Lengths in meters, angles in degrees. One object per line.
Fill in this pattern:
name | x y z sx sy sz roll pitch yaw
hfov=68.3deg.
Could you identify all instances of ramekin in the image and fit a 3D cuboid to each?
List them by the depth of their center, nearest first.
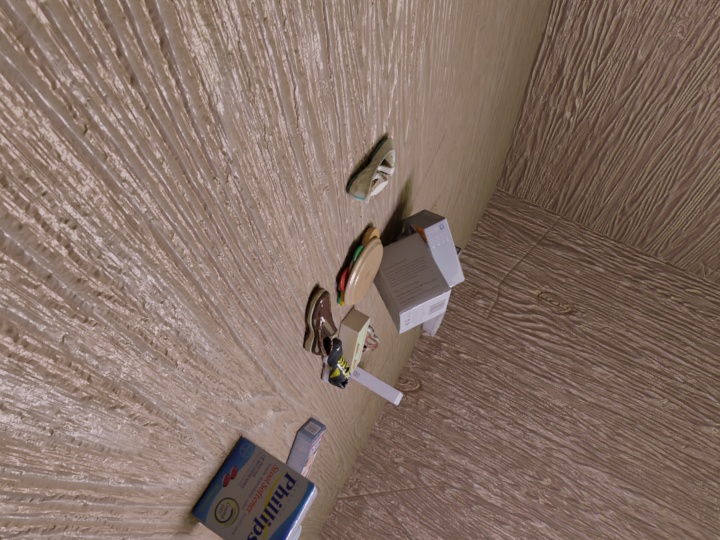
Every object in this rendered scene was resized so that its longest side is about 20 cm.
ramekin | 0.468 0.313 3.409 0.204 0.093 0.204 -58 164 -27

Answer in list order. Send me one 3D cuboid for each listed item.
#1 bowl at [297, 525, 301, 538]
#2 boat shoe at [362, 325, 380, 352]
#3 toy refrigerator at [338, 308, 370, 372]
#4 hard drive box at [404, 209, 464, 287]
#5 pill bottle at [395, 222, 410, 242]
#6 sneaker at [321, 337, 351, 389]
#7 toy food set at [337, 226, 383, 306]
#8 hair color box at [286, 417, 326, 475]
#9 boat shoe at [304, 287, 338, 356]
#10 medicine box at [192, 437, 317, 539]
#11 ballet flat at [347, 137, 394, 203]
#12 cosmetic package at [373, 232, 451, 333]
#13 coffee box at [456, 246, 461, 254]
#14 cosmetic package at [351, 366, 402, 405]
bowl | -0.284 0.884 1.699 0.202 0.106 0.202 -56 163 -27
boat shoe | 0.011 0.230 1.765 0.075 0.075 0.201 -54 155 -14
toy refrigerator | -0.026 0.221 1.609 0.076 0.069 0.203 -49 159 -46
hard drive box | 0.221 -0.064 1.583 0.075 0.156 0.204 -25 111 -8
pill bottle | 0.156 -0.050 1.719 0.115 0.114 0.204 -29 142 -65
sneaker | -0.060 0.270 1.541 0.075 0.083 0.202 -53 161 -37
toy food set | 0.000 0.000 1.391 0.199 0.048 0.203 -52 161 -39
hair color box | -0.180 0.577 1.664 0.099 0.060 0.204 -28 141 -66
boat shoe | -0.083 0.127 1.253 0.075 0.074 0.205 -51 159 -41
medicine box | -0.219 0.499 1.134 0.184 0.197 0.104 -55 163 -30
ballet flat | 0.041 -0.215 1.163 0.202 0.061 0.068 -56 163 -32
cosmetic package | 0.141 0.038 1.541 0.163 0.203 0.168 -24 155 -8
coffee box | 0.398 -0.045 2.562 0.201 0.112 0.081 -50 159 -42
cosmetic package | 0.061 0.432 1.991 0.052 0.197 0.151 -59 165 -12
